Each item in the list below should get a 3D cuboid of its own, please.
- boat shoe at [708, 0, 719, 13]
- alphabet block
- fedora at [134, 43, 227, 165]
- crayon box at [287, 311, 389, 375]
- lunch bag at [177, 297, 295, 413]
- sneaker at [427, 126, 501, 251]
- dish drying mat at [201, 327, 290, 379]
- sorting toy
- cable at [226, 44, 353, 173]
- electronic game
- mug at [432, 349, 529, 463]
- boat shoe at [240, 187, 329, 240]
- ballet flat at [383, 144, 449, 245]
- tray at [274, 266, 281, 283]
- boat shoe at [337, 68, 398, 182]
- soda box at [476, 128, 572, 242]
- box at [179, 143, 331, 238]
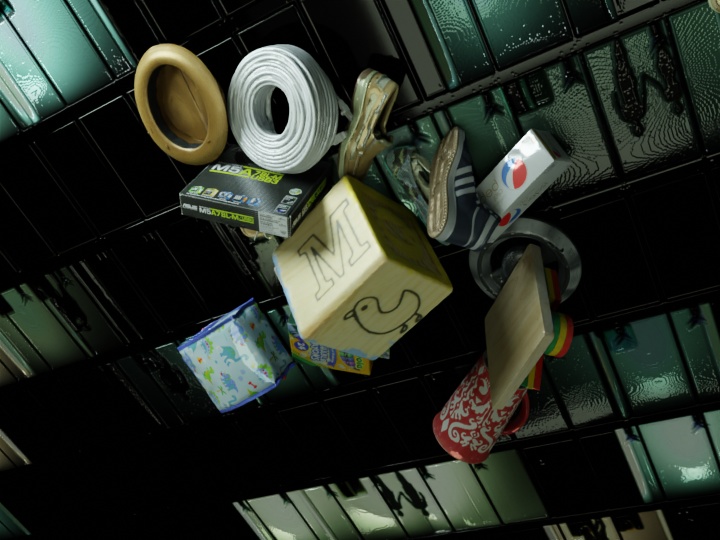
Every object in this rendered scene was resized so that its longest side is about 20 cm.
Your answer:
[{"bbox_3d":[0.561,-0.370,0.954,0.196,0.077,0.073,-7,123,19],"label":"boat shoe"},{"bbox_3d":[0.000,0.000,1.227,0.200,0.198,0.194,-44,141,23],"label":"alphabet block"},{"bbox_3d":[-0.284,-0.281,1.227,0.197,0.082,0.204,13,124,20],"label":"fedora"},{"bbox_3d":[-0.042,0.142,1.467,0.196,0.052,0.127,7,137,9],"label":"crayon box"},{"bbox_3d":[-0.260,0.182,1.499,0.198,0.127,0.172,-31,95,24],"label":"lunch bag"},{"bbox_3d":[0.169,-0.125,1.177,0.107,0.204,0.070,20,153,-23],"label":"sneaker"},{"bbox_3d":[-0.250,0.179,1.582,0.196,0.018,0.078,17,125,3],"label":"dish drying mat"},{"bbox_3d":[0.283,0.100,1.233,0.068,0.201,0.202,14,134,-9],"label":"sorting toy"},{"bbox_3d":[-0.127,-0.255,1.179,0.199,0.069,0.202,-36,83,36],"label":"cable"},{"bbox_3d":[0.288,-0.010,1.294,0.196,0.042,0.203,13,131,15],"label":"electronic game"},{"bbox_3d":[0.255,0.256,1.459,0.133,0.176,0.202,44,127,28],"label":"mug"},{"bbox_3d":[-0.147,-0.107,1.330,0.198,0.063,0.074,-26,114,28],"label":"boat shoe"},{"bbox_3d":[0.118,-0.127,1.238,0.073,0.075,0.201,-26,118,28],"label":"ballet flat"},{"bbox_3d":[-0.060,0.014,1.417,0.196,0.022,0.109,-11,119,22],"label":"tray"},{"bbox_3d":[0.016,-0.215,1.188,0.075,0.072,0.203,27,129,19],"label":"boat shoe"},{"bbox_3d":[0.243,-0.133,1.194,0.200,0.063,0.069,-48,61,34],"label":"soda box"},{"bbox_3d":[-0.169,-0.137,1.224,0.196,0.194,0.048,13,129,14],"label":"box"}]
